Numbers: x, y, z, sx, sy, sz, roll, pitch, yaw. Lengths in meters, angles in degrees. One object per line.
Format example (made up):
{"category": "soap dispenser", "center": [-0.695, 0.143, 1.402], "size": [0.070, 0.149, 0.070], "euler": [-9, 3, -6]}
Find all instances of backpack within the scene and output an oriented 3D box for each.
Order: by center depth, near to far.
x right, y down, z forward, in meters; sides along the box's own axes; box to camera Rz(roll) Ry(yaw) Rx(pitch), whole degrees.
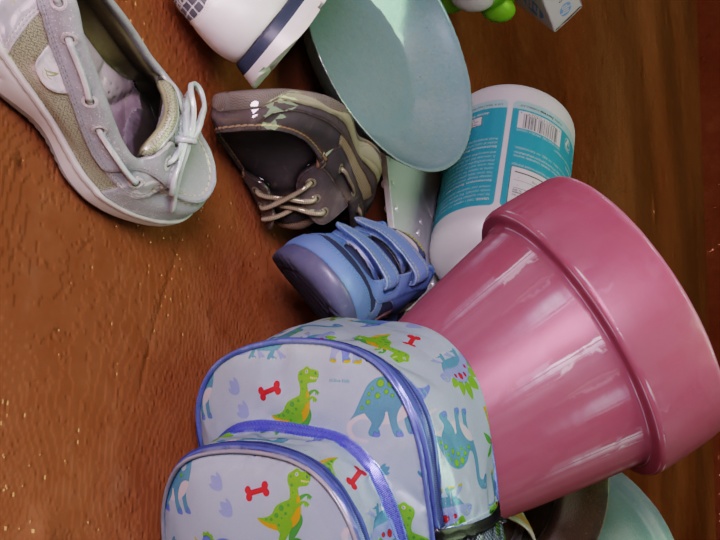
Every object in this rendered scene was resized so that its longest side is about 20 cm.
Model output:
{"category": "backpack", "center": [-0.015, 0.132, 0.730], "size": [0.147, 0.182, 0.202], "euler": [-10, 97, -55]}

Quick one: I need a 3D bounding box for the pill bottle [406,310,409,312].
{"category": "pill bottle", "center": [0.055, 0.136, 0.995], "size": [0.112, 0.111, 0.202], "euler": [-50, 131, -60]}

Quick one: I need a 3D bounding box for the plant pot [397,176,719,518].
{"category": "plant pot", "center": [0.102, 0.068, 0.854], "size": [0.201, 0.178, 0.200], "euler": [55, -11, 16]}

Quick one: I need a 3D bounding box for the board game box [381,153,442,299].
{"category": "board game box", "center": [0.048, -0.078, 1.127], "size": [0.200, 0.026, 0.202], "euler": [-18, 102, -67]}

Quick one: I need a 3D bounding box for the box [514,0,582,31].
{"category": "box", "center": [0.112, -0.320, 1.185], "size": [0.156, 0.041, 0.200], "euler": [46, -2, 35]}

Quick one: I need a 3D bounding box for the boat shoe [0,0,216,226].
{"category": "boat shoe", "center": [-0.120, -0.086, 0.663], "size": [0.202, 0.064, 0.075], "euler": [55, 38, -52]}

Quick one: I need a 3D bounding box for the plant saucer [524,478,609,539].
{"category": "plant saucer", "center": [0.116, 0.153, 1.075], "size": [0.032, 0.199, 0.202], "euler": [-5, 91, -38]}

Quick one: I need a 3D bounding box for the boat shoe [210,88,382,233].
{"category": "boat shoe", "center": [-0.034, -0.063, 0.860], "size": [0.200, 0.074, 0.074], "euler": [26, 63, -64]}

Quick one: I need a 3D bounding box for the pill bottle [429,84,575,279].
{"category": "pill bottle", "center": [0.117, -0.049, 1.113], "size": [0.111, 0.110, 0.201], "euler": [60, 34, -47]}

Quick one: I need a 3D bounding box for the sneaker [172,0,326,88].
{"category": "sneaker", "center": [-0.054, -0.197, 0.833], "size": [0.080, 0.076, 0.201], "euler": [36, 36, -11]}

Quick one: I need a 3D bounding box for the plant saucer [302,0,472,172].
{"category": "plant saucer", "center": [0.011, -0.162, 0.987], "size": [0.200, 0.039, 0.203], "euler": [28, 52, -43]}

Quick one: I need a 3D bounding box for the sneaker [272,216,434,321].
{"category": "sneaker", "center": [0.000, 0.000, 0.865], "size": [0.074, 0.082, 0.200], "euler": [52, 3, 8]}

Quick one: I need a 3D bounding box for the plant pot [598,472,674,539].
{"category": "plant pot", "center": [0.165, 0.278, 1.173], "size": [0.134, 0.199, 0.202], "euler": [-16, 102, -40]}

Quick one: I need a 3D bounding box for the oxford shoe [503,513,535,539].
{"category": "oxford shoe", "center": [0.043, 0.221, 0.906], "size": [0.199, 0.058, 0.076], "euler": [-35, 118, -20]}

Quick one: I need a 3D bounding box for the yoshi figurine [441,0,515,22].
{"category": "yoshi figurine", "center": [0.060, -0.271, 1.137], "size": [0.200, 0.112, 0.112], "euler": [31, 23, -49]}
